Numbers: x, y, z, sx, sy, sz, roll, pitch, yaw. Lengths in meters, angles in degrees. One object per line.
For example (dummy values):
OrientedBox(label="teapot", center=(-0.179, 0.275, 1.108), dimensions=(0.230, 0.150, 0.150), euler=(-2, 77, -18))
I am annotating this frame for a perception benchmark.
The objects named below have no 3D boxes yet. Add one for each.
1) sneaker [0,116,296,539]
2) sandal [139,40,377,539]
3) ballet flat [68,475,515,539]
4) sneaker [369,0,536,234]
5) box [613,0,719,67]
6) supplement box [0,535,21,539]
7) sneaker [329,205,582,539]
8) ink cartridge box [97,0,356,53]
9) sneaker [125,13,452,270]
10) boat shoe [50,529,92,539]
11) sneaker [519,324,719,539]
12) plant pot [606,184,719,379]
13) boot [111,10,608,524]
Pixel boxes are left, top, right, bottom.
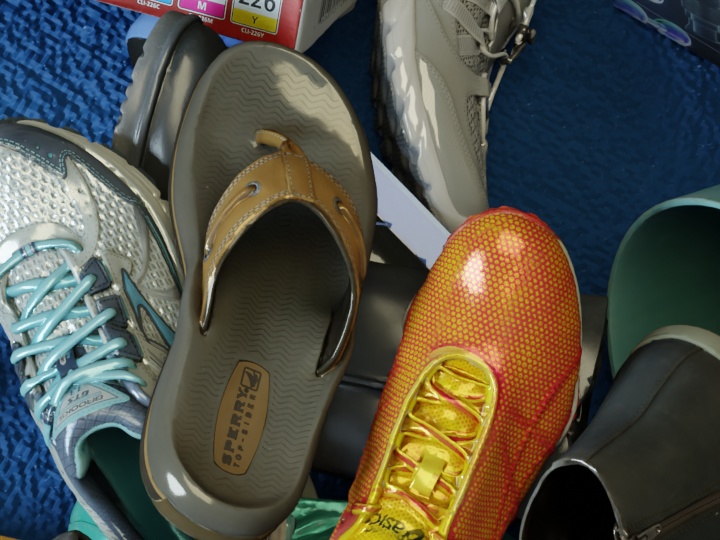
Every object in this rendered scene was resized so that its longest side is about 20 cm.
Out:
OrientedBox(label="sneaker", center=(-0.090, 0.033, 1.074), dimensions=(0.078, 0.086, 0.200), euler=(-32, 93, 16))
OrientedBox(label="sandal", center=(-0.034, 0.001, 1.051), dimensions=(0.082, 0.055, 0.200), euler=(20, 58, -12))
OrientedBox(label="ballet flat", center=(-0.016, 0.097, 1.166), dimensions=(0.199, 0.067, 0.071), euler=(4, 75, -3))
OrientedBox(label="sneaker", center=(0.045, -0.110, 1.229), dimensions=(0.082, 0.075, 0.201), euler=(-2, 73, -4))
OrientedBox(label="box", center=(0.204, -0.148, 1.190), dimensions=(0.148, 0.200, 0.107), euler=(31, 74, 5))
OrientedBox(label="supplement box", center=(-0.122, 0.147, 1.116), dimensions=(0.199, 0.067, 0.069), euler=(13, 110, 10))
OrientedBox(label="sneaker", center=(0.032, 0.075, 1.066), dimensions=(0.073, 0.077, 0.201), euler=(18, 98, 7))
OrientedBox(label="ink cartridge box", center=(-0.091, -0.202, 1.175), dimensions=(0.199, 0.084, 0.176), euler=(16, 114, 12))
OrientedBox(label="sneaker", center=(-0.035, -0.025, 1.200), dimensions=(0.200, 0.070, 0.078), euler=(43, 73, 9))
OrientedBox(label="boat shoe", center=(-0.058, 0.178, 1.036), dimensions=(0.201, 0.072, 0.066), euler=(47, 111, 4))
OrientedBox(label="sneaker", center=(0.109, 0.131, 1.111), dimensions=(0.075, 0.201, 0.106), euler=(6, 29, 36))
OrientedBox(label="plant pot", center=(0.220, 0.036, 1.145), dimensions=(0.161, 0.201, 0.201), euler=(-24, 76, -24))
OrientedBox(label="boot", center=(0.000, 0.001, 1.129), dimensions=(0.199, 0.066, 0.165), euler=(14, 99, 11))
